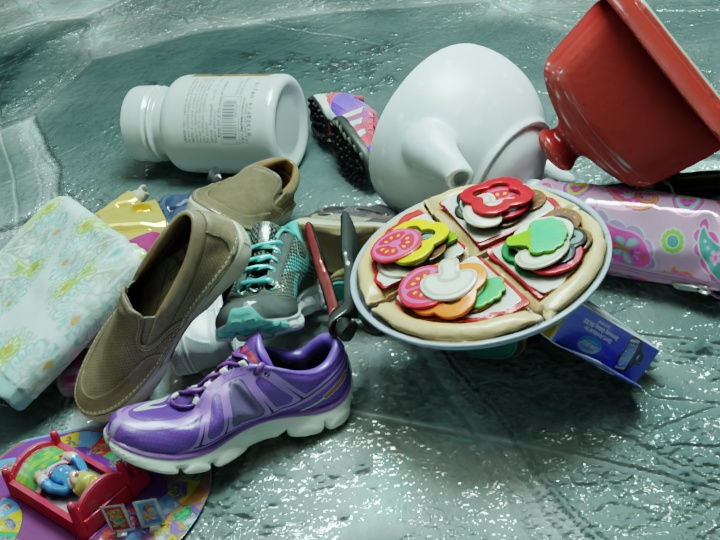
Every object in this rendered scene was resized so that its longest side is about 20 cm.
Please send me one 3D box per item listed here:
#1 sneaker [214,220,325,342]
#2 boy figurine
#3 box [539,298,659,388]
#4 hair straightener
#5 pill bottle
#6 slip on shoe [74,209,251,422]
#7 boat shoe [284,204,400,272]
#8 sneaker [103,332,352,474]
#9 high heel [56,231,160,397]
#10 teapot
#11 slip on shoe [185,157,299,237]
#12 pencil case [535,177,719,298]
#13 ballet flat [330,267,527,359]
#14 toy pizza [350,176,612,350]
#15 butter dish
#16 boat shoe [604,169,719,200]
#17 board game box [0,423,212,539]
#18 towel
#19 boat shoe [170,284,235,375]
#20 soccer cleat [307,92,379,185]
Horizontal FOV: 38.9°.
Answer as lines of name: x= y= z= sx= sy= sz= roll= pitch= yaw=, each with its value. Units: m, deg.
sneaker: x=-0.082 y=0.005 z=0.867 sx=0.077 sy=0.091 sz=0.200 roll=-10 pitch=8 yaw=8
boy figurine: x=-0.238 y=-0.055 z=1.082 sx=0.199 sy=0.065 sz=0.124 roll=-13 pitch=36 yaw=-10
box: x=0.149 y=0.023 z=0.819 sx=0.042 sy=0.119 sz=0.200 roll=-58 pitch=40 yaw=6
hair straightener: x=0.000 y=0.000 z=0.847 sx=0.077 sy=0.041 sz=0.200 roll=-18 pitch=25 yaw=0
pill bottle: x=-0.172 y=-0.171 z=1.191 sx=0.199 sy=0.115 sz=0.114 roll=3 pitch=35 yaw=19
slip on shoe: x=-0.168 y=0.035 z=0.800 sx=0.200 sy=0.061 sz=0.076 roll=-46 pitch=56 yaw=12
boat shoe: x=0.018 y=-0.031 z=0.972 sx=0.200 sy=0.072 sz=0.065 roll=6 pitch=41 yaw=33
sneaker: x=-0.101 y=0.091 z=0.785 sx=0.200 sy=0.084 sz=0.081 roll=-15 pitch=30 yaw=-25
high heel: x=-0.194 y=0.034 z=0.922 sx=0.096 sy=0.067 sz=0.200 roll=-5 pitch=37 yaw=25
teapot: x=0.117 y=-0.110 z=0.984 sx=0.146 sy=0.198 sz=0.200 roll=37 pitch=67 yaw=26
slip on shoe: x=-0.106 y=-0.073 z=0.992 sx=0.076 sy=0.061 sz=0.200 roll=32 pitch=16 yaw=10
pencil case: x=0.244 y=-0.029 z=0.897 sx=0.200 sy=0.088 sz=0.087 roll=13 pitch=39 yaw=29
ballet flat: x=0.063 y=0.023 z=0.883 sx=0.200 sy=0.069 sz=0.063 roll=15 pitch=33 yaw=32
toy pizza: x=0.087 y=-0.015 z=0.770 sx=0.200 sy=0.032 sz=0.200 roll=-11 pitch=36 yaw=8
butter dish: x=0.225 y=-0.147 z=0.908 sx=0.148 sy=0.200 sz=0.200 roll=-40 pitch=6 yaw=19
boat shoe: x=0.294 y=-0.070 z=0.964 sx=0.199 sy=0.062 sz=0.075 roll=5 pitch=38 yaw=23
board game box: x=-0.215 y=0.157 z=0.776 sx=0.199 sy=0.039 sz=0.158 roll=-10 pitch=33 yaw=-2
towel: x=-0.287 y=0.021 z=0.926 sx=0.171 sy=0.048 sz=0.200 roll=-50 pitch=39 yaw=-9
boat shoe: x=-0.137 y=0.013 z=0.940 sx=0.068 sy=0.072 sz=0.200 roll=-11 pitch=33 yaw=6
soccer cleat: x=-0.002 y=-0.160 z=1.178 sx=0.073 sy=0.068 sz=0.200 roll=-13 pitch=31 yaw=-13
